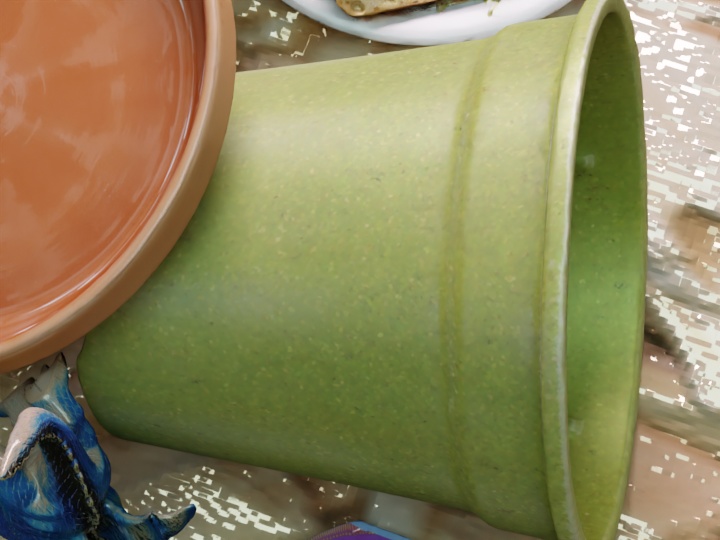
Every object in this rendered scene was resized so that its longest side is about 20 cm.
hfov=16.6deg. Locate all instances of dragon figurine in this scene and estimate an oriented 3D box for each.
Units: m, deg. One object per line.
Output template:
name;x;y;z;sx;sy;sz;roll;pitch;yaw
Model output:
dragon figurine;-0.096;0.087;0.858;0.059;0.200;0.100;-43;94;-19

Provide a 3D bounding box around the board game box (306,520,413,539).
board game box;0.018;0.177;0.892;0.199;0.039;0.159;19;75;18

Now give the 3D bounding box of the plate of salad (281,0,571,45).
plate of salad;0.027;-0.189;0.990;0.199;0.048;0.201;-1;78;3

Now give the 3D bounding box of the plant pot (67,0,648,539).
plant pot;0.000;0.000;0.890;0.183;0.200;0.202;2;77;14

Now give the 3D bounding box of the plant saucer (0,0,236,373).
plant saucer;-0.132;-0.059;0.860;0.199;0.032;0.201;-8;71;22
